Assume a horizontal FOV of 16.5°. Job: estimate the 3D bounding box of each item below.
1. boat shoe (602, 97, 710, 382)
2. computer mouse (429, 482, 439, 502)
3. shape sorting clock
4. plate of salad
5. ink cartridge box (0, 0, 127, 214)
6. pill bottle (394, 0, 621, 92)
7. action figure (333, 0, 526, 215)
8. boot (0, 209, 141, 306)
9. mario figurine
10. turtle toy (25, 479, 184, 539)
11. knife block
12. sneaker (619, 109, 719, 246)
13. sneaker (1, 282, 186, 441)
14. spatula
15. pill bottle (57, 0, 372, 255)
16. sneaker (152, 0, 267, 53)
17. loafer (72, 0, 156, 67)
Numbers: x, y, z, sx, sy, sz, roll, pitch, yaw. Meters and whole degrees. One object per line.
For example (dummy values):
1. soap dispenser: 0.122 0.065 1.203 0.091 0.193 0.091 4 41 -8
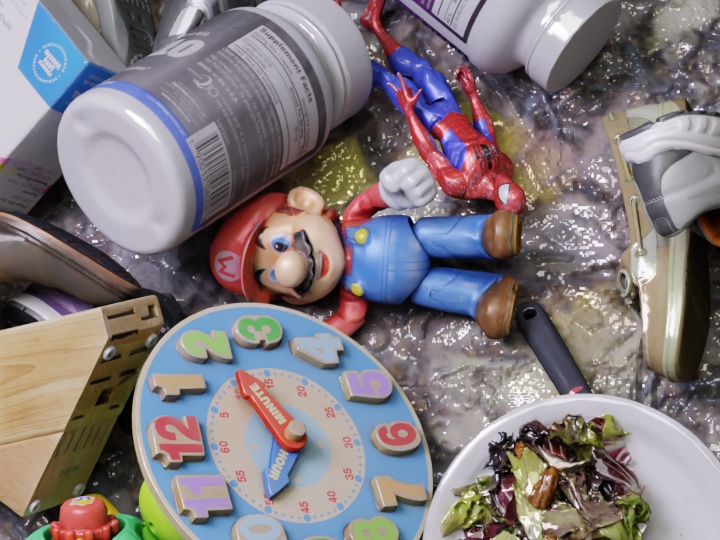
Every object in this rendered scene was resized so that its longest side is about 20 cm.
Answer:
1. boat shoe: 0.186 -0.019 1.589 0.063 0.073 0.201 -7 62 17
2. computer mouse: -0.018 0.197 1.527 0.140 0.046 0.200 25 71 17
3. shape sorting clock: -0.044 0.105 1.508 0.199 0.039 0.201 13 54 -18
4. plate of salad: 0.135 0.174 1.489 0.199 0.048 0.201 -1 85 7
5. ink cartridge box: -0.257 -0.096 1.654 0.200 0.067 0.116 -47 64 12
6. pill bottle: 0.076 -0.210 1.665 0.200 0.113 0.112 40 76 16
7. action figure: 0.048 -0.109 1.657 0.065 0.052 0.200 -17 59 -38
8. boot: -0.243 0.003 1.575 0.199 0.075 0.097 25 92 7
9. mario figurine: 0.000 0.000 1.588 0.199 0.106 0.124 3 67 8
10. turtle toy: -0.150 0.191 1.519 0.200 0.101 0.146 -41 66 -12
11. knife block: -0.237 0.063 1.561 0.175 0.064 0.200 36 112 19
12. sneaker: 0.243 -0.052 1.556 0.200 0.074 0.080 -1 77 -38
13. sneaker: -0.130 0.057 1.599 0.200 0.076 0.088 38 59 14
14. spatula: 0.148 0.098 1.563 0.056 0.021 0.200 -28 63 0
15. pill bottle: -0.090 -0.102 1.611 0.114 0.114 0.200 35 47 22
16. sneaker: -0.120 -0.215 1.733 0.115 0.075 0.200 19 59 22
17. loafer: -0.171 -0.128 1.701 0.070 0.075 0.201 -26 61 23
